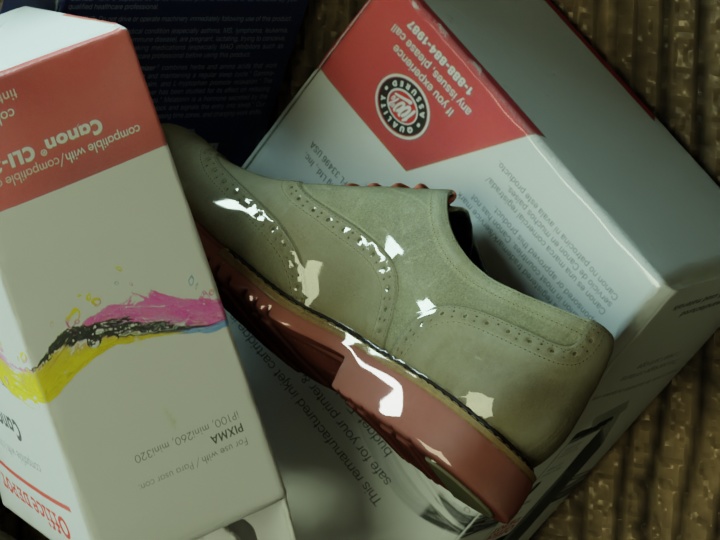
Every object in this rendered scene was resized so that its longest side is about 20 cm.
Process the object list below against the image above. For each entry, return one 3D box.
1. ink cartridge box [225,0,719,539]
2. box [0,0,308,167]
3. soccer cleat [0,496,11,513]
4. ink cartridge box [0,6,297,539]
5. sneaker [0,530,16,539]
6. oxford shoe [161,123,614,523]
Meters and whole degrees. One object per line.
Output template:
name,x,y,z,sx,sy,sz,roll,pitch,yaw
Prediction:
ink cartridge box,0.021,0.017,0.965,0.147,0.083,0.200,50,122,18
box,-0.086,-0.045,1.005,0.032,0.121,0.200,37,117,36
soccer cleat,-0.191,0.064,1.142,0.200,0.068,0.073,-11,70,39
ink cartridge box,-0.089,0.022,0.899,0.116,0.067,0.200,19,130,66
sneaker,-0.151,0.208,1.123,0.111,0.077,0.200,-26,90,26
oxford shoe,0.000,0.000,0.900,0.200,0.070,0.075,38,84,32
